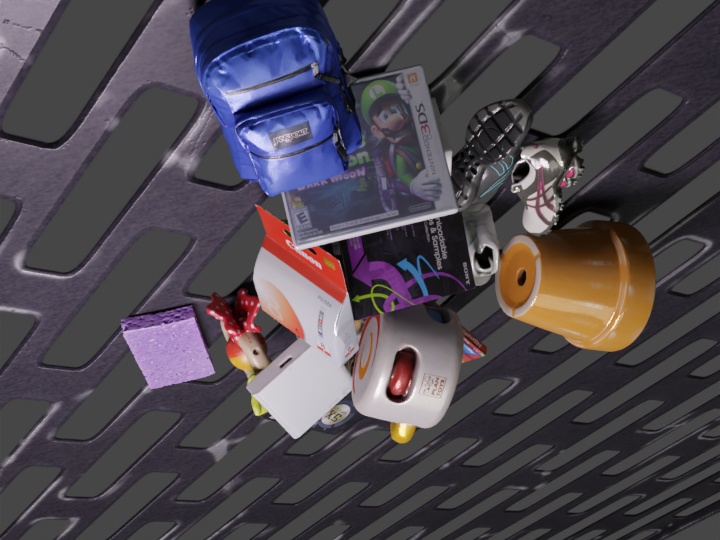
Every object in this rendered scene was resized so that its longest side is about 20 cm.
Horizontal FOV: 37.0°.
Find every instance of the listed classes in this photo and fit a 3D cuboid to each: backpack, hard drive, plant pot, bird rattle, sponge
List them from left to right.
[{"bbox_3d":[-0.301,0.123,1.701,0.111,0.030,0.200,-12,149,-4],"label":"sponge"},{"bbox_3d":[-0.177,0.120,1.642,0.113,0.200,0.163,-40,-169,-17],"label":"bird rattle"},{"bbox_3d":[-0.083,-0.195,1.141,0.162,0.168,0.201,-21,141,-3],"label":"backpack"},{"bbox_3d":[-0.084,0.171,1.604,0.132,0.026,0.200,-41,150,-7],"label":"hard drive"},{"bbox_3d":[0.313,0.017,1.634,0.182,0.201,0.200,6,144,-24],"label":"plant pot"}]

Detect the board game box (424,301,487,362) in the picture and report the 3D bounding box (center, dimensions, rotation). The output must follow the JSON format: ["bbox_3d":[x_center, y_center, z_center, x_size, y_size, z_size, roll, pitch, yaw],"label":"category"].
[{"bbox_3d":[0.099,0.088,1.706,0.103,0.020,0.200,-22,129,42],"label":"board game box"}]

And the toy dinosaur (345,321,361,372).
[{"bbox_3d":[-0.043,0.092,1.647,0.101,0.058,0.201,-18,147,-18],"label":"toy dinosaur"}]

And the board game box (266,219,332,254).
[{"bbox_3d":[-0.042,-0.020,1.568,0.199,0.041,0.153,-5,148,-17],"label":"board game box"}]

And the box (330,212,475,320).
[{"bbox_3d":[0.058,-0.023,1.480,0.199,0.144,0.036,-15,-173,-27],"label":"box"}]

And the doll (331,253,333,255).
[{"bbox_3d":[0.000,0.000,1.531,0.199,0.049,0.137,0,147,-13],"label":"doll"}]

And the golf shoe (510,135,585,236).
[{"bbox_3d":[0.247,-0.121,1.505,0.087,0.078,0.200,4,147,-5],"label":"golf shoe"}]

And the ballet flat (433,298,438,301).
[{"bbox_3d":[0.110,0.011,1.684,0.062,0.068,0.200,-31,165,-35],"label":"ballet flat"}]

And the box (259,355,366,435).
[{"bbox_3d":[-0.060,0.205,1.884,0.163,0.087,0.200,-32,146,28],"label":"box"}]

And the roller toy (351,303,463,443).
[{"bbox_3d":[0.074,0.139,1.600,0.139,0.201,0.183,14,147,-10],"label":"roller toy"}]

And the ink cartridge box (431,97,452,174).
[{"bbox_3d":[0.009,-0.127,1.358,0.199,0.085,0.146,-14,158,-2],"label":"ink cartridge box"}]

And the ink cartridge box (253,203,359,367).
[{"bbox_3d":[-0.082,0.024,1.433,0.050,0.162,0.200,-44,149,-20],"label":"ink cartridge box"}]

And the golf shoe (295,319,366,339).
[{"bbox_3d":[-0.013,0.097,1.755,0.199,0.076,0.092,10,151,-22],"label":"golf shoe"}]

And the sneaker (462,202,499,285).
[{"bbox_3d":[0.176,-0.018,1.630,0.070,0.081,0.201,-16,151,-1],"label":"sneaker"}]

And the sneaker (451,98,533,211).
[{"bbox_3d":[0.174,-0.159,1.425,0.079,0.076,0.200,-17,157,-38],"label":"sneaker"}]

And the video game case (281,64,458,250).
[{"bbox_3d":[-0.001,-0.135,1.267,0.199,0.183,0.023,-13,173,-2],"label":"video game case"}]
